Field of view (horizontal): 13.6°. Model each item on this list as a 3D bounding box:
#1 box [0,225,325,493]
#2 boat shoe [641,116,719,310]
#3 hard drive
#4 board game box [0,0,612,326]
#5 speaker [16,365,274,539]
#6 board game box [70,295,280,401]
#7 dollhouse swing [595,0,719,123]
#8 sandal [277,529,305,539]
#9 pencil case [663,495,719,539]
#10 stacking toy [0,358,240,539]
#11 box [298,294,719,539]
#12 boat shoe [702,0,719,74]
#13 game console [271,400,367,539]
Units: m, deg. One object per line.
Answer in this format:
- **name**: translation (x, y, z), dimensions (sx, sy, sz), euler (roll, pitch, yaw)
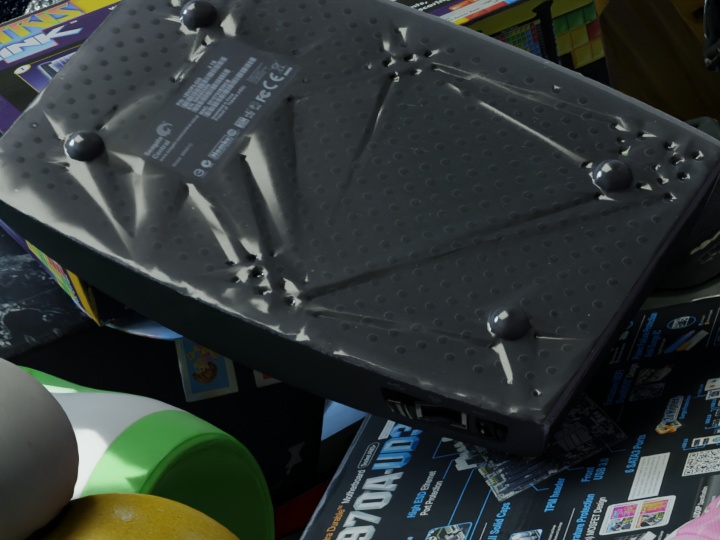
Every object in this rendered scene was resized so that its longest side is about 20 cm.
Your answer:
- **box**: translation (-0.146, 0.022, 1.136), dimensions (0.200, 0.118, 0.196), euler (27, 33, 34)
- **boat shoe**: translation (0.083, -0.015, 1.110), dimensions (0.200, 0.060, 0.076), euler (-20, 28, 52)
- **hard drive**: translation (-0.004, -0.022, 0.916), dimensions (0.199, 0.042, 0.135), euler (22, 54, 21)
- **board game box**: translation (-0.037, -0.065, 1.059), dimensions (0.199, 0.057, 0.165), euler (-23, 26, -16)
- **speaker**: translation (-0.125, 0.068, 0.872), dimensions (0.199, 0.089, 0.088), euler (8, 33, 34)
- **board game box**: translation (0.000, 0.000, 1.040), dimensions (0.199, 0.039, 0.158), euler (-11, 20, -2)
- **dollhouse swing**: translation (0.066, -0.052, 1.231), dimensions (0.199, 0.182, 0.176), euler (-20, 35, 33)
- **sandal**: translation (-0.053, 0.134, 1.048), dimensions (0.200, 0.043, 0.076), euler (-19, 25, 29)
- **pencil case**: translation (0.164, 0.048, 0.745), dimensions (0.200, 0.083, 0.087), euler (-35, -8, -21)
- **stacking toy**: translation (-0.053, 0.104, 0.747), dimensions (0.146, 0.200, 0.146), euler (-29, 11, 6)
- **box**: translation (0.068, 0.069, 0.885), dimensions (0.158, 0.046, 0.200), euler (-11, 19, 18)
- **boat shoe**: translation (0.159, -0.098, 1.121), dimensions (0.074, 0.066, 0.199), euler (-32, 13, 23)
- **game console**: translation (0.042, 0.035, 1.245), dimensions (0.176, 0.031, 0.200), euler (-25, 12, 24)
